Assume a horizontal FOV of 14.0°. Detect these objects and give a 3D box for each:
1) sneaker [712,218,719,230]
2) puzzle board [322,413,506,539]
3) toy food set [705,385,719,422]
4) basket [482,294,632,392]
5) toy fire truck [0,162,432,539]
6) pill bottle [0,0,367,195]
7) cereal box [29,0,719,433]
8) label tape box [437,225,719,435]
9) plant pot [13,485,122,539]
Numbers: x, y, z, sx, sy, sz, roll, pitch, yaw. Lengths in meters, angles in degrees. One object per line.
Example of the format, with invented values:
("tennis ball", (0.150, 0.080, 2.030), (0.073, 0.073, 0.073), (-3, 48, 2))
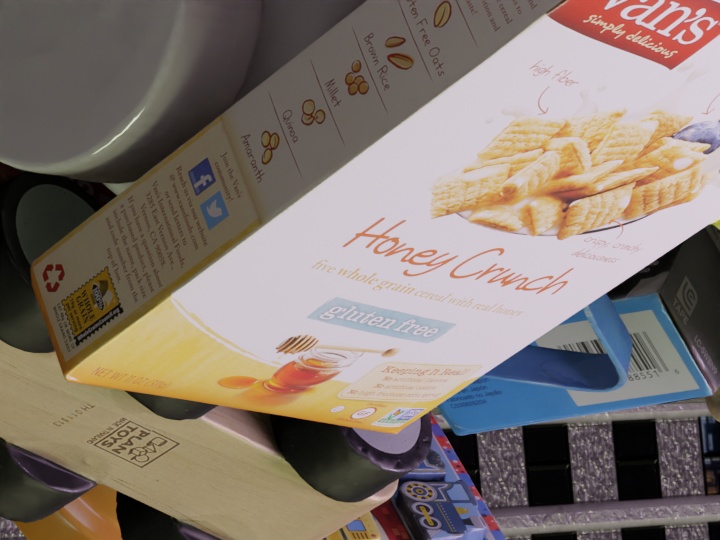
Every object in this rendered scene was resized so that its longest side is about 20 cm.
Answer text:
("sneaker", (0.111, -0.047, 0.959), (0.075, 0.077, 0.200), (-42, 173, 36))
("puzzle board", (-0.035, 0.065, 1.218), (0.150, 0.017, 0.200), (2, -150, -22))
("toy food set", (0.221, -0.009, 1.277), (0.049, 0.200, 0.198), (38, 159, -7))
("basket", (0.000, 0.000, 1.153), (0.199, 0.140, 0.177), (2, 155, 17))
("toy fire truck", (-0.080, -0.020, 0.891), (0.176, 0.201, 0.128), (27, 135, -33))
("pill bottle", (-0.018, -0.065, 0.809), (0.109, 0.110, 0.200), (-9, 171, 36))
("cereal box", (0.034, -0.028, 0.738), (0.200, 0.040, 0.144), (-35, 152, 29))
("label tape box", (0.121, -0.022, 1.326), (0.144, 0.063, 0.200), (-12, -146, 39))
("plant pot", (-0.067, 0.041, 1.399), (0.199, 0.201, 0.183), (-2, 161, -23))
